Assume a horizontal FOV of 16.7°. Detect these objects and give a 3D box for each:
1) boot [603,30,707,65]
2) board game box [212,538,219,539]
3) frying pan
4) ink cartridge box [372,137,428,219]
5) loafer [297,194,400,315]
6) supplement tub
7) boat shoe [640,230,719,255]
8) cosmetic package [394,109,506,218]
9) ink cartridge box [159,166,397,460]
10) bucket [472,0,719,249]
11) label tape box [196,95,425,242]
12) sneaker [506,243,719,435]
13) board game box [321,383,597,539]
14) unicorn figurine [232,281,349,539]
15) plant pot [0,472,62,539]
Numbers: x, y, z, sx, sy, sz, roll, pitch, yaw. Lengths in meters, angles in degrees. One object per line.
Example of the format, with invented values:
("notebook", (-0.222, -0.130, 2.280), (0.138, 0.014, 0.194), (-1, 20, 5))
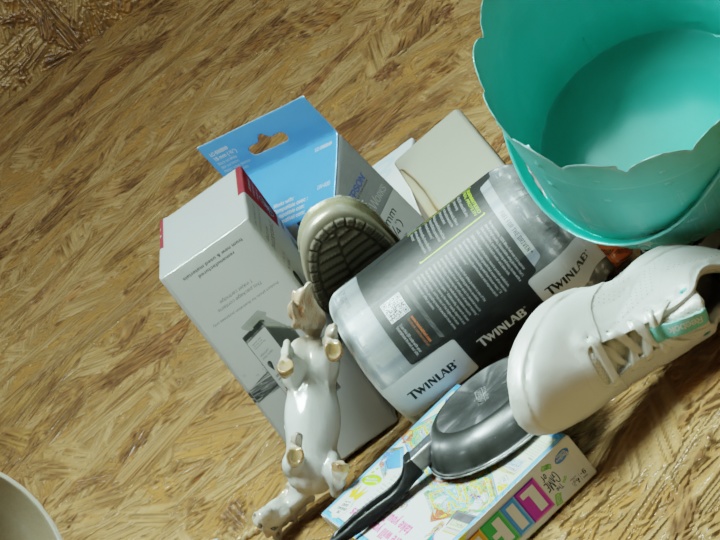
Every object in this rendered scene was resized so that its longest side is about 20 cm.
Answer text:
("boot", (0.264, -0.196, 1.772), (0.199, 0.073, 0.156), (-9, 53, 6))
("board game box", (-0.177, 0.282, 1.730), (0.200, 0.064, 0.148), (-22, 24, 42))
("frying pan", (0.059, 0.106, 1.614), (0.190, 0.031, 0.115), (-27, 20, 29))
("ink cartridge box", (-0.011, -0.021, 2.153), (0.160, 0.047, 0.200), (-34, 17, 20))
("loafer", (0.000, 0.000, 1.835), (0.075, 0.200, 0.068), (-33, 54, 2))
("supplement tub", (0.087, 0.009, 1.746), (0.200, 0.123, 0.123), (-38, 17, 9))
("boat shoe", (0.234, -0.072, 1.741), (0.075, 0.060, 0.200), (-31, 19, 28))
("cosmetic package", (0.096, -0.047, 1.901), (0.073, 0.104, 0.200), (-40, 16, 3))
("ink cartridge box", (-0.063, 0.038, 1.863), (0.083, 0.200, 0.147), (-34, 18, 7))
("bucket", (0.183, -0.121, 1.618), (0.206, 0.135, 0.208), (-10, 59, 16))
("label tape box", (-0.033, -0.031, 1.961), (0.144, 0.200, 0.063), (-22, 32, 46))
("sneaker", (0.176, 0.036, 1.541), (0.200, 0.076, 0.088), (-35, 20, -34))
("board game box", (0.060, 0.147, 1.611), (0.134, 0.034, 0.200), (-43, 17, -8))
("unicorn figurine", (-0.041, 0.117, 1.745), (0.137, 0.073, 0.201), (126, 160, -81))
("plant pot", (-0.354, 0.273, 1.975), (0.188, 0.187, 0.200), (-53, 7, -36))
